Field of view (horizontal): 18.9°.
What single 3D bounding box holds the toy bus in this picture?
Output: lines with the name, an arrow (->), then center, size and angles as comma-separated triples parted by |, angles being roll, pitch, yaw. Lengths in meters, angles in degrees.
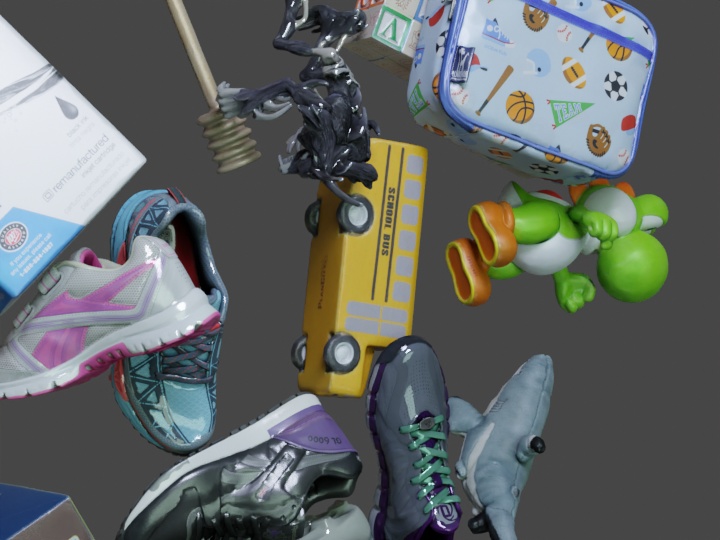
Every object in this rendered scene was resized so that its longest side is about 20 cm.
toy bus -> 0.000, 0.000, 1.698 | 0.078, 0.065, 0.202 | 8, 84, -28

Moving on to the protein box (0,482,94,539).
protein box -> -0.276, 0.256, 1.469 | 0.199, 0.198, 0.136 | -33, 103, -24

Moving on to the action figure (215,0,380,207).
action figure -> -0.041, -0.127, 1.641 | 0.119, 0.101, 0.201 | 41, 36, -45

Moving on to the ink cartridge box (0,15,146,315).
ink cartridge box -> -0.275, -0.090, 1.525 | 0.200, 0.084, 0.146 | 44, 69, -6

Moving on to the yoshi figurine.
yoshi figurine -> 0.178, -0.012, 1.773 | 0.199, 0.112, 0.113 | -10, 108, -29

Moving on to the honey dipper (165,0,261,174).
honey dipper -> -0.131, -0.172, 1.655 | 0.038, 0.038, 0.201 | -26, 97, -25

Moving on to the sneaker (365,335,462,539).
sneaker -> 0.054, 0.151, 1.672 | 0.074, 0.087, 0.202 | -16, 118, -30

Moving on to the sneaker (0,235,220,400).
sneaker -> -0.203, 0.034, 1.554 | 0.199, 0.081, 0.089 | -21, 88, 8

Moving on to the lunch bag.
lunch bag -> 0.135, -0.164, 1.702 | 0.199, 0.075, 0.162 | 21, 77, -26

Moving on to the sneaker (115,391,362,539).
sneaker -> -0.086, 0.173, 1.621 | 0.199, 0.076, 0.088 | -32, 66, -24

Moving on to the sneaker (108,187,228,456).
sneaker -> -0.140, 0.039, 1.605 | 0.079, 0.095, 0.202 | -9, 92, -28

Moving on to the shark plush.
shark plush -> 0.111, 0.144, 1.697 | 0.091, 0.083, 0.200 | 47, 29, -10

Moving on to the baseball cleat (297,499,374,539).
baseball cleat -> -0.063, 0.257, 1.652 | 0.199, 0.070, 0.107 | -28, 100, -24

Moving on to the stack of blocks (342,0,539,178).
stack of blocks -> 0.087, -0.168, 1.751 | 0.199, 0.058, 0.116 | 26, 77, -24
